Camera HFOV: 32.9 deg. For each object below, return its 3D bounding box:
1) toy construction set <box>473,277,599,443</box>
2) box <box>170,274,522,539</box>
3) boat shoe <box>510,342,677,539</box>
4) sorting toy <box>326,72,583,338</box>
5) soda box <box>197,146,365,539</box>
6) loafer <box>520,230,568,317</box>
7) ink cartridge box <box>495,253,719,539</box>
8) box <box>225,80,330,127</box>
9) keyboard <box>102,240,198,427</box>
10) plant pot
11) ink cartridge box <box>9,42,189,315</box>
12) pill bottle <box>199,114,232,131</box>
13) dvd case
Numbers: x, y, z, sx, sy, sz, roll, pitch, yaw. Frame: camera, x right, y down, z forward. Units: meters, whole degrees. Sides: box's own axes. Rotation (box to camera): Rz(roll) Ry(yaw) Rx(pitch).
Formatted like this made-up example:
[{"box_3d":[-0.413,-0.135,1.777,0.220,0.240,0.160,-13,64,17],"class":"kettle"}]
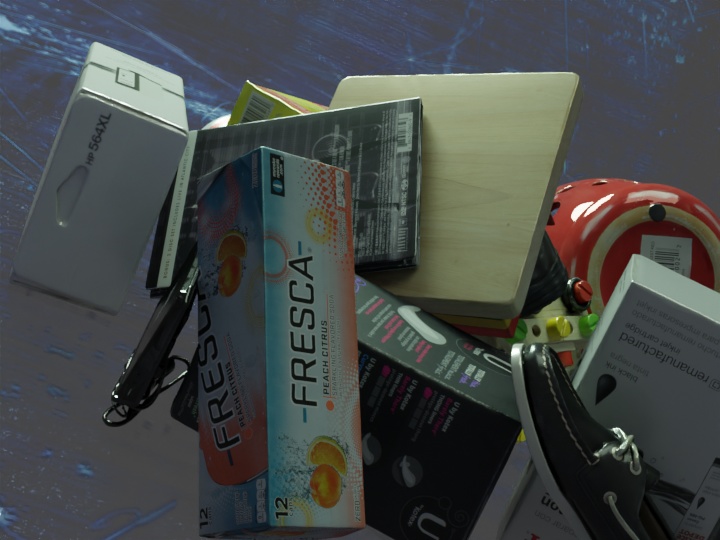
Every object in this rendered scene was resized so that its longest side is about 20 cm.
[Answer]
[{"box_3d":[0.151,0.078,1.009,0.091,0.133,0.199,-20,-14,33],"class":"toy construction set"},{"box_3d":[0.001,0.078,0.772,0.198,0.107,0.122,27,16,9],"class":"box"},{"box_3d":[0.144,0.128,0.697,0.202,0.060,0.074,67,21,-5],"class":"boat shoe"},{"box_3d":[0.053,-0.046,0.898,0.198,0.201,0.070,4,-33,28],"class":"sorting toy"},{"box_3d":[-0.045,0.042,0.658,0.068,0.203,0.063,12,-22,-41],"class":"soda box"},{"box_3d":[0.059,0.017,0.943,0.073,0.198,0.073,63,-1,-27],"class":"loafer"},{"box_3d":[0.192,0.116,0.771,0.145,0.202,0.083,26,17,8],"class":"ink cartridge box"},{"box_3d":[-0.028,-0.109,1.037,0.075,0.051,0.199,32,14,27],"class":"box"},{"box_3d":[-0.111,0.037,0.755,0.039,0.105,0.200,32,11,-8],"class":"keyboard"},{"box_3d":[0.245,0.010,1.162,0.198,0.203,0.182,23,-3,-7],"class":"plant pot"},{"box_3d":[-0.192,-0.074,0.913,0.083,0.147,0.200,20,15,-16],"class":"ink cartridge box"},{"box_3d":[-0.070,-0.053,1.111,0.113,0.115,0.199,8,22,-49],"class":"pill bottle"},{"box_3d":[-0.052,-0.053,0.885,0.197,0.016,0.150,-6,53,13],"class":"dvd case"}]
